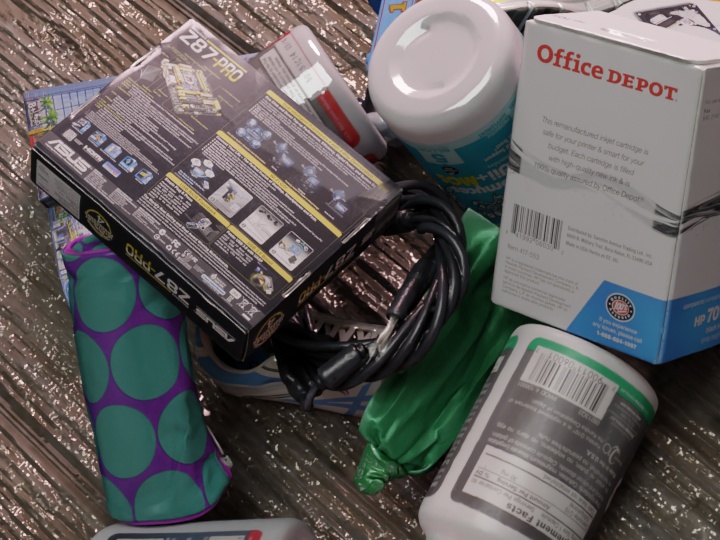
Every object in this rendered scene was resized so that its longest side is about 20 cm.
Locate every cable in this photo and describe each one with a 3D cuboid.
[{"bbox_3d":[0.000,0.000,1.659,0.163,0.051,0.200,-38,32,17],"label":"cable"}]

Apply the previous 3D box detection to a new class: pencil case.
[{"bbox_3d":[-0.147,0.069,1.655,0.092,0.085,0.201,-12,99,-15],"label":"pencil case"}]

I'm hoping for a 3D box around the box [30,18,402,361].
[{"bbox_3d":[-0.097,-0.058,1.610,0.200,0.049,0.161,39,62,14],"label":"box"}]

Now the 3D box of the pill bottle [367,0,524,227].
[{"bbox_3d":[0.093,-0.099,1.675,0.110,0.200,0.111,-14,57,23],"label":"pill bottle"}]

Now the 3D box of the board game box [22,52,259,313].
[{"bbox_3d":[-0.147,-0.078,1.844,0.199,0.062,0.201,-21,59,12],"label":"board game box"}]

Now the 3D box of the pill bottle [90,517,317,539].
[{"bbox_3d":[-0.132,0.232,1.650,0.199,0.120,0.120,-3,64,20],"label":"pill bottle"}]

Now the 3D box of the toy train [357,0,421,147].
[{"bbox_3d":[0.057,-0.174,1.803,0.114,0.087,0.201,0,67,31],"label":"toy train"}]

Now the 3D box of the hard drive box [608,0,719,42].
[{"bbox_3d":[0.274,-0.117,1.650,0.155,0.077,0.200,-27,52,-34],"label":"hard drive box"}]

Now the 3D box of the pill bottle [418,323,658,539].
[{"bbox_3d":[0.108,0.147,1.602,0.113,0.113,0.201,22,75,29],"label":"pill bottle"}]

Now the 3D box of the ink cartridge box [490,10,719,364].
[{"bbox_3d":[0.175,-0.058,1.581,0.146,0.086,0.201,21,111,38],"label":"ink cartridge box"}]

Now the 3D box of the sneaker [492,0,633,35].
[{"bbox_3d":[0.131,-0.198,1.747,0.199,0.078,0.091,-13,58,-33],"label":"sneaker"}]

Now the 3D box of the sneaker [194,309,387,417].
[{"bbox_3d":[-0.028,0.061,1.723,0.199,0.073,0.072,2,64,20],"label":"sneaker"}]

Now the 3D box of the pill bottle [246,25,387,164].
[{"bbox_3d":[-0.091,-0.076,1.729,0.200,0.114,0.114,-34,58,2],"label":"pill bottle"}]

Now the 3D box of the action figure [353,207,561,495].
[{"bbox_3d":[0.055,0.071,1.656,0.200,0.118,0.055,-55,20,-19],"label":"action figure"}]
